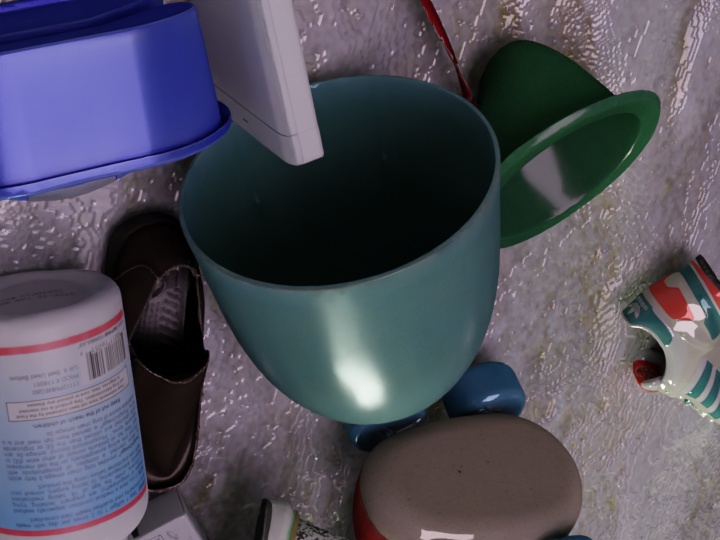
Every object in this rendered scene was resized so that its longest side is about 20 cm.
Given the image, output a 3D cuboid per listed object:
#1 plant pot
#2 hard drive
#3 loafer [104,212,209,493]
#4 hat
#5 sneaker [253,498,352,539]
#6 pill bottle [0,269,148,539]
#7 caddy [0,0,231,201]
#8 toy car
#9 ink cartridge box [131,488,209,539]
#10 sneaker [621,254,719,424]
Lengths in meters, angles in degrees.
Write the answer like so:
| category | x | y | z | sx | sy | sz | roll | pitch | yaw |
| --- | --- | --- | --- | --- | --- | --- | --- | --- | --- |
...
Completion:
| category | x | y | z | sx | sy | sz | roll | pitch | yaw |
| --- | --- | --- | --- | --- | --- | --- | --- | --- | --- |
| plant pot | 0.000 | 0.000 | 0.936 | 0.199 | 0.201 | 0.162 | -27 | 133 | -15 |
| hard drive | -0.075 | -0.174 | 0.847 | 0.026 | 0.132 | 0.202 | -21 | 121 | -18 |
| loafer | -0.136 | 0.066 | 0.960 | 0.072 | 0.071 | 0.202 | -10 | 116 | -24 |
| hat | 0.099 | -0.139 | 1.029 | 0.164 | 0.177 | 0.200 | -25 | 159 | -19 |
| sneaker | -0.038 | 0.239 | 1.043 | 0.088 | 0.077 | 0.201 | 12 | 145 | 4 |
| pill bottle | -0.191 | 0.109 | 0.911 | 0.108 | 0.109 | 0.202 | -12 | 108 | -23 |
| caddy | -0.172 | -0.092 | 0.828 | 0.198 | 0.141 | 0.106 | -15 | 113 | -22 |
| toy car | 0.057 | 0.203 | 1.099 | 0.175 | 0.186 | 0.201 | -4 | 143 | -28 |
| ink cartridge box | -0.191 | 0.241 | 1.020 | 0.199 | 0.039 | 0.100 | -28 | 123 | -5 |
| sneaker | 0.273 | 0.081 | 1.204 | 0.093 | 0.071 | 0.201 | -25 | 126 | 5 |
